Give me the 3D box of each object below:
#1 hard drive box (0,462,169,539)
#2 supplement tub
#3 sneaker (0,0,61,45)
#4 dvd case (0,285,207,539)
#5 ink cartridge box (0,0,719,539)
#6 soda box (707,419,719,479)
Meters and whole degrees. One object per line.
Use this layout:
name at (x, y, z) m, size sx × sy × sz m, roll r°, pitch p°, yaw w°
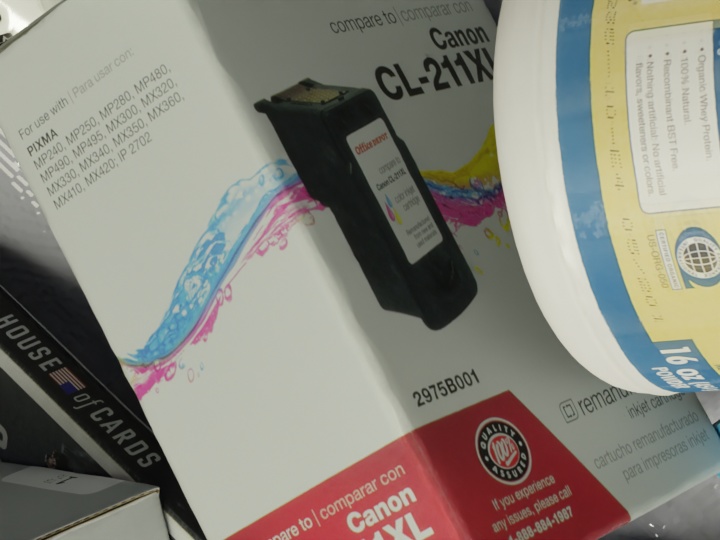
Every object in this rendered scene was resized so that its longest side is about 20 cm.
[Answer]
hard drive box at (-0.118, 0.172, 0.861) m, size 0.156 × 0.077 × 0.200 m, roll 3°, pitch 110°, yaw 51°
supplement tub at (0.151, -0.044, 0.665) m, size 0.200 × 0.145 × 0.145 m, roll -5°, pitch 115°, yaw 29°
sneaker at (-0.133, -0.091, 0.822) m, size 0.200 × 0.080 × 0.074 m, roll 43°, pitch 126°, yaw -3°
dvd case at (-0.104, 0.101, 0.894) m, size 0.200 × 0.025 × 0.150 m, roll 39°, pitch 135°, yaw 34°
ink cartridge box at (0.000, 0.000, 0.731) m, size 0.083 × 0.146 × 0.200 m, roll -33°, pitch 81°, yaw 35°
soda box at (0.183, 0.113, 0.740) m, size 0.200 × 0.064 × 0.068 m, roll 59°, pitch 163°, yaw 8°
